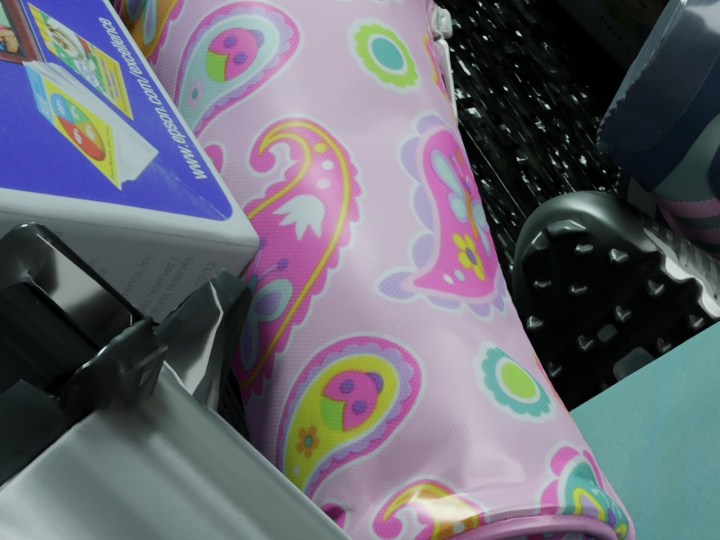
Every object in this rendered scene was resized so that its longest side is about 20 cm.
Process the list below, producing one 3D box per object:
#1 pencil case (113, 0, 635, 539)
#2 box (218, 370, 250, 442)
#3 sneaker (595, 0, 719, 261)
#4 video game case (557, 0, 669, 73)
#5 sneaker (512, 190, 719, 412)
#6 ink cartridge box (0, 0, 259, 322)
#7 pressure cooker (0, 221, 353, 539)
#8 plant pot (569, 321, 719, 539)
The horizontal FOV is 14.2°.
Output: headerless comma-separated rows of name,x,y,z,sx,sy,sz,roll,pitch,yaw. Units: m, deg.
pencil case,0.000,0.000,0.685,0.087,0.087,0.201,14,46,-39
box,-0.049,0.024,0.712,0.200,0.032,0.121,0,55,-49
sneaker,0.119,-0.035,0.836,0.082,0.070,0.200,33,-2,13
video game case,0.131,-0.071,0.892,0.022,0.200,0.182,-44,90,-15
sneaker,0.122,0.043,0.852,0.200,0.066,0.091,43,31,-12
ink cartridge box,-0.146,-0.067,0.651,0.200,0.043,0.198,11,33,-39
pressure cooker,-0.065,0.098,0.485,0.200,0.179,0.176,42,36,3
plant pot,0.112,0.109,0.692,0.141,0.141,0.200,42,27,-31
